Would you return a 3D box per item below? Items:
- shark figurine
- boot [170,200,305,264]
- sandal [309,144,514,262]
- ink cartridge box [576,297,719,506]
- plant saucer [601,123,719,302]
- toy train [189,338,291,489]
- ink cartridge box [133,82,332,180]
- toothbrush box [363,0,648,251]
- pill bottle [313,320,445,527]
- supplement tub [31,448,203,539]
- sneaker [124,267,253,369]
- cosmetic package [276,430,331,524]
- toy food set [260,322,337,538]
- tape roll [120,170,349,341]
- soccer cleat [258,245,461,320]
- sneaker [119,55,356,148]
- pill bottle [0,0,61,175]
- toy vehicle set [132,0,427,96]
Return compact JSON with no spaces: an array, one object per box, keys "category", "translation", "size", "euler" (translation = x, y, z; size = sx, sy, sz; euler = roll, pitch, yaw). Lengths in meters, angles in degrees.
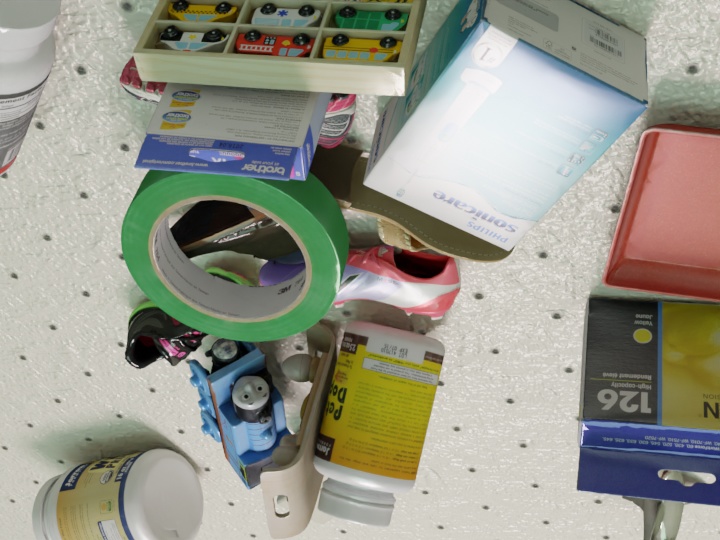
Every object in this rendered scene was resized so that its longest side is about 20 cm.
[{"category":"shark figurine","translation":[0.340,0.311,1.296],"size":[0.128,0.215,0.089],"euler":[8,-169,-40]},{"category":"boot","translation":[-0.109,-0.028,1.040],"size":[0.200,0.075,0.097],"euler":[-23,126,32]},{"category":"sandal","translation":[0.036,-0.057,0.986],"size":[0.212,0.078,0.070],"euler":[20,160,-5]},{"category":"ink cartridge box","translation":[0.306,0.118,1.002],"size":[0.198,0.200,0.047],"euler":[3,140,11]},{"category":"plant saucer","translation":[0.326,-0.049,0.931],"size":[0.200,0.037,0.200],"euler":[7,139,6]},{"category":"toy train","translation":[-0.131,0.159,1.222],"size":[0.114,0.087,0.200],"euler":[47,155,30]},{"category":"ink cartridge box","translation":[-0.085,-0.133,0.814],"size":[0.119,0.200,0.042],"euler":[6,139,9]},{"category":"toothbrush box","translation":[0.112,-0.125,0.861],"size":[0.146,0.085,0.200],"euler":[23,138,-13]},{"category":"pill bottle","translation":[0.015,0.159,1.114],"size":[0.109,0.200,0.109],"euler":[13,175,1]},{"category":"supplement tub","translation":[-0.330,0.325,1.452],"size":[0.200,0.144,0.144],"euler":[-15,133,28]},{"category":"sneaker","translation":[-0.180,0.060,1.153],"size":[0.200,0.084,0.077],"euler":[-26,127,37]},{"category":"cosmetic package","translation":[-0.012,0.216,1.275],"size":[0.073,0.104,0.200],"euler":[29,138,-20]},{"category":"toy food set","translation":[-0.069,0.172,1.163],"size":[0.060,0.200,0.144],"euler":[9,139,9]},{"category":"tape roll","translation":[-0.112,-0.022,0.961],"size":[0.200,0.048,0.201],"euler":[6,132,6]},{"category":"soccer cleat","translation":[0.000,0.000,1.056],"size":[0.200,0.067,0.077],"euler":[8,132,3]},{"category":"sneaker","translation":[-0.104,-0.143,0.901],"size":[0.200,0.081,0.075],"euler":[10,142,2]},{"category":"pill bottle","translation":[-0.324,-0.171,0.899],"size":[0.116,0.116,0.200],"euler":[26,138,-15]},{"category":"toy vehicle set","translation":[-0.055,-0.186,0.804],"size":[0.200,0.124,0.027],"euler":[5,139,9]}]
